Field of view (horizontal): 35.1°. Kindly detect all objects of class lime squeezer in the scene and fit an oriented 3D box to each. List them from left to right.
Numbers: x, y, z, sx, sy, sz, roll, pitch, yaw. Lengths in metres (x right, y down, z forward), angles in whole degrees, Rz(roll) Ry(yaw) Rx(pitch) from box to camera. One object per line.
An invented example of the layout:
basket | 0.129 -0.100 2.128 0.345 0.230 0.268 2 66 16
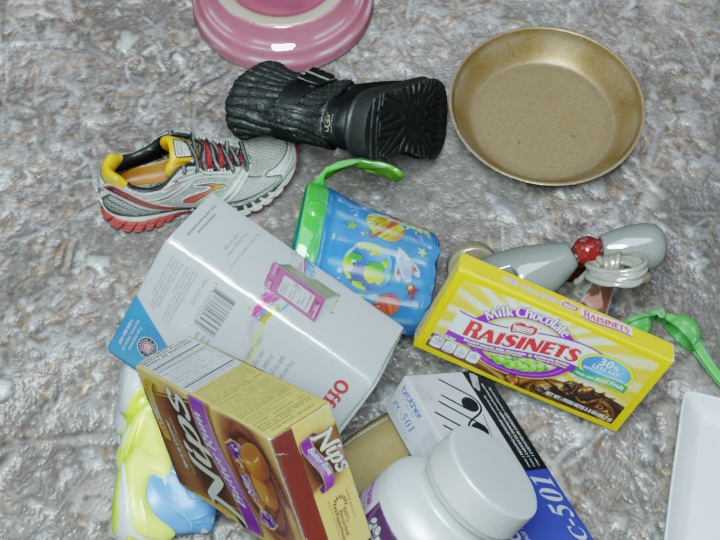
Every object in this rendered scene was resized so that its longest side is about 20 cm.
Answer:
lime squeezer | 0.265 0.068 1.042 0.199 0.038 0.071 17 93 8

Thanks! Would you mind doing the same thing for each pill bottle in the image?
pill bottle | 0.035 0.209 0.843 0.200 0.112 0.112 -49 64 23

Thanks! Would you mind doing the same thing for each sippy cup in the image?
sippy cup | 0.000 0.000 1.025 0.129 0.179 0.140 12 25 -6

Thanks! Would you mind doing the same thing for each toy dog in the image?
toy dog | 0.174 0.021 1.024 0.199 0.097 0.132 -3 25 21

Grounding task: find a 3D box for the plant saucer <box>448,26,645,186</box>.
plant saucer | 0.188 -0.162 1.163 0.199 0.036 0.201 0 61 0

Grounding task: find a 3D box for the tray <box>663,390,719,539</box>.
tray | 0.313 0.206 0.965 0.107 0.022 0.201 12 62 8

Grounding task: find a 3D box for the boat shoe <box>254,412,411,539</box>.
boat shoe | -0.016 0.186 0.943 0.072 0.076 0.200 35 65 20

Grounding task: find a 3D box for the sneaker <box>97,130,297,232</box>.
sneaker | -0.156 -0.094 1.097 0.199 0.082 0.078 -16 60 -11

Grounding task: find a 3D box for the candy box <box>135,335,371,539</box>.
candy box | -0.084 0.131 0.838 0.056 0.117 0.200 -29 26 -28

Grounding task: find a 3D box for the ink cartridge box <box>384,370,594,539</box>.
ink cartridge box | 0.107 0.172 0.931 0.094 0.044 0.200 -1 45 -36

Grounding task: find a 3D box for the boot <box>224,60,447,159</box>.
boot | -0.017 -0.157 1.104 0.157 0.211 0.080 11 101 28

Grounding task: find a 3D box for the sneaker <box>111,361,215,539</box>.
sneaker | -0.159 0.141 0.982 0.104 0.076 0.201 6 62 -16

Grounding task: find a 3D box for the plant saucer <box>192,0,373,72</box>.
plant saucer | -0.085 -0.307 1.235 0.199 0.051 0.202 0 60 0

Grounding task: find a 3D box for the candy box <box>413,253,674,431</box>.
candy box | 0.154 0.064 0.970 0.199 0.102 0.026 23 38 -5

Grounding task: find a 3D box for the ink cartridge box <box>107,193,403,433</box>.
ink cartridge box | -0.086 0.058 0.941 0.200 0.145 0.085 36 37 0
